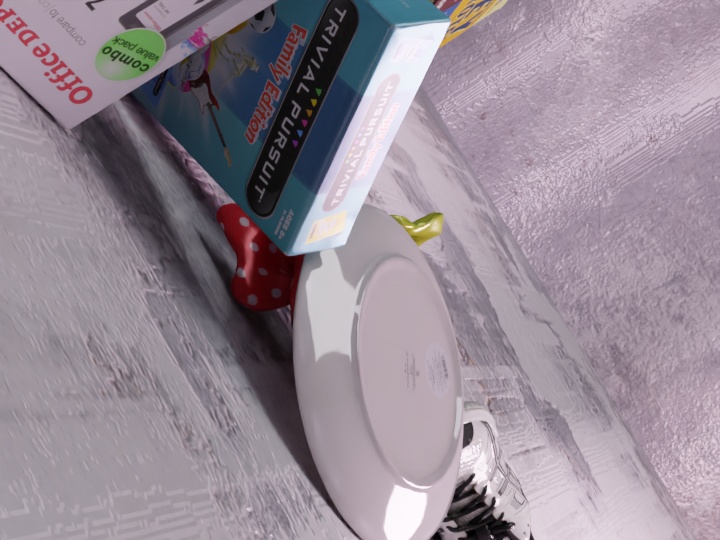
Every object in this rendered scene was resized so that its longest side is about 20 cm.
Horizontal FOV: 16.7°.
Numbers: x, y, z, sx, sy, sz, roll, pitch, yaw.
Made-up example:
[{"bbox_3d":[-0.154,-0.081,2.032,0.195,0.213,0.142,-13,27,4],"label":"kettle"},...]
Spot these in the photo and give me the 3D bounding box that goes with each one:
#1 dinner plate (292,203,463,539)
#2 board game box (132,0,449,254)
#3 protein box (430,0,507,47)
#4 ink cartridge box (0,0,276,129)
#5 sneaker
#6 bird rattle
[{"bbox_3d":[0.020,0.060,1.396,0.200,0.024,0.201,29,57,-58],"label":"dinner plate"},{"bbox_3d":[-0.057,-0.131,1.334,0.047,0.151,0.200,-11,47,-45],"label":"board game box"},{"bbox_3d":[0.015,-0.255,1.659,0.199,0.135,0.200,46,41,6],"label":"protein box"},{"bbox_3d":[-0.119,-0.203,1.222,0.147,0.199,0.146,46,15,-55],"label":"ink cartridge box"},{"bbox_3d":[0.073,0.144,1.551,0.088,0.075,0.200,61,8,21],"label":"sneaker"},{"bbox_3d":[-0.003,0.025,1.472,0.200,0.112,0.164,-17,91,-79],"label":"bird rattle"}]
